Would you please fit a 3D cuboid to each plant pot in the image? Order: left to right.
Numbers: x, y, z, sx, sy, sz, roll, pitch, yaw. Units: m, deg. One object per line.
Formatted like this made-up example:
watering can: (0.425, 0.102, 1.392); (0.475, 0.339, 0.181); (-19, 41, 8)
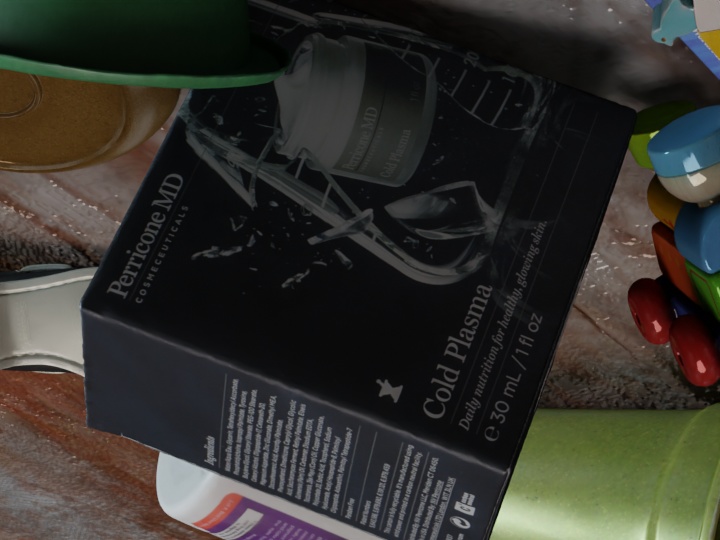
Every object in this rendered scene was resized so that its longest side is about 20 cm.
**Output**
plant pot: (-0.191, -0.105, 0.977); (0.198, 0.028, 0.201); (8, 149, 5)
plant pot: (0.158, 0.162, 1.181); (0.183, 0.202, 0.201); (6, 152, 29)

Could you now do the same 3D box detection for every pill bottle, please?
pill bottle: (-0.022, 0.140, 1.252); (0.199, 0.112, 0.111); (26, 146, -24)

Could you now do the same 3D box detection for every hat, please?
hat: (-0.093, -0.175, 0.783); (0.198, 0.166, 0.178); (12, 107, 18)

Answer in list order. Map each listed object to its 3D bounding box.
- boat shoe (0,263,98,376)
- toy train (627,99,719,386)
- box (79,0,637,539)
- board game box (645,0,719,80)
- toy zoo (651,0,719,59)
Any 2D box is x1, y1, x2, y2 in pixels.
boat shoe: (-0.184, 0.032, 1.170); (0.198, 0.075, 0.060); (-5, -168, -5)
toy train: (0.158, -0.031, 0.940); (0.084, 0.200, 0.116); (-24, 106, -2)
box: (0.000, 0.000, 0.888); (0.195, 0.201, 0.124); (19, 150, 7)
board game box: (0.217, -0.134, 0.783); (0.198, 0.044, 0.200); (-17, 141, 37)
toy zoo: (0.210, -0.113, 0.756); (0.198, 0.021, 0.131); (-7, 147, 26)
